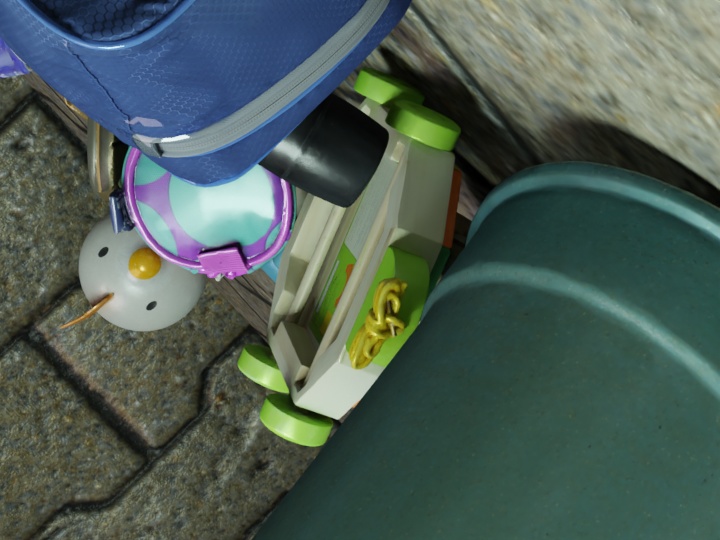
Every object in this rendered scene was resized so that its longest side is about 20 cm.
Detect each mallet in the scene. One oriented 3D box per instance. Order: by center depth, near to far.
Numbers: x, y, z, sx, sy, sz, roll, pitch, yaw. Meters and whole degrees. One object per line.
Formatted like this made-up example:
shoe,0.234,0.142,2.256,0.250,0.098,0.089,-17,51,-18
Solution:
mallet,-0.035,-0.084,0.842,0.066,0.041,0.200,28,-166,-19

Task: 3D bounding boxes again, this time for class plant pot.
plant pot,0.062,0.099,0.674,0.200,0.196,0.200,33,151,22

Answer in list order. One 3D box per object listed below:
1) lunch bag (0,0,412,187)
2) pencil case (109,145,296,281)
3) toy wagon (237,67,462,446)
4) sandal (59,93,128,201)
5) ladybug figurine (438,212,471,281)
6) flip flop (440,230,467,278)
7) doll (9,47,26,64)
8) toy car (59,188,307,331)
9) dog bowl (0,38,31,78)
lunch bag,-0.085,-0.135,0.684,0.200,0.136,0.132,44,172,25
pencil case,-0.066,-0.064,0.937,0.200,0.085,0.093,-81,-6,-70
toy wagon,0.000,0.000,0.821,0.039,0.155,0.200,20,-168,-17
sandal,-0.142,-0.133,0.944,0.082,0.054,0.201,-18,-81,-78
ladybug figurine,0.070,0.048,0.926,0.200,0.072,0.136,42,-162,-12
flip flop,0.102,0.010,0.776,0.200,0.058,0.081,7,139,54
doll,-0.107,-0.120,0.835,0.136,0.049,0.200,32,-158,4
toy car,-0.138,-0.021,1.357,0.184,0.200,0.177,46,173,-4
dog bowl,-0.214,-0.192,0.931,0.200,0.079,0.201,173,90,-87
